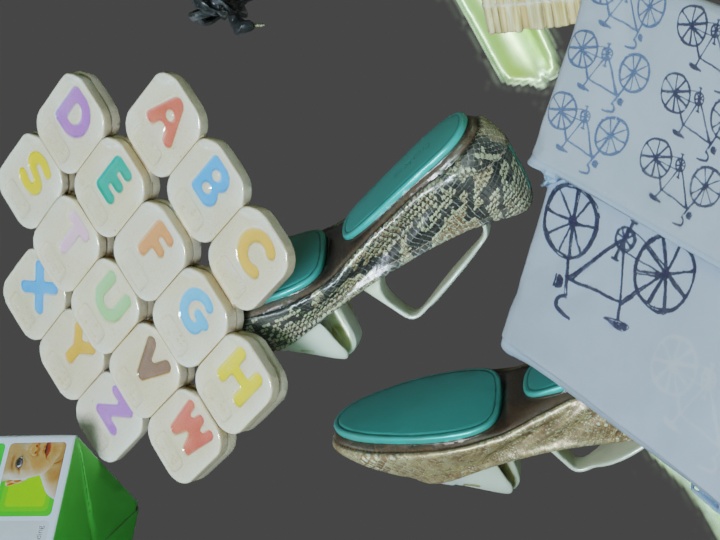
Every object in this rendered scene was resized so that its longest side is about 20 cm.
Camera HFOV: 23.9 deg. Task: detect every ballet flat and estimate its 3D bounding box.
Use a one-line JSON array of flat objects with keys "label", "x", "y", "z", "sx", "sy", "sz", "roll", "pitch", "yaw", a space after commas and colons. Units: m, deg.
[{"label": "ballet flat", "x": 0.000, "y": 0.000, "z": 0.847, "sx": 0.199, "sy": 0.068, "sz": 0.075, "roll": -32, "pitch": 112, "yaw": 21}, {"label": "ballet flat", "x": 0.083, "y": 0.079, "z": 0.845, "sx": 0.199, "sy": 0.071, "sz": 0.066, "roll": -15, "pitch": 117, "yaw": 24}]

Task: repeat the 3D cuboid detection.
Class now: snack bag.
[{"label": "snack bag", "x": 0.135, "y": -0.016, "z": 0.740, "sx": 0.188, "sy": 0.021, "sz": 0.201, "roll": 37, "pitch": 118, "yaw": 48}]

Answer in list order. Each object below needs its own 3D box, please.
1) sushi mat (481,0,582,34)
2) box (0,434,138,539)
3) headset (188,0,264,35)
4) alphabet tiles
[{"label": "sushi mat", "x": 0.086, "y": -0.212, "z": 0.776, "sx": 0.095, "sy": 0.012, "sz": 0.202, "roll": -7, "pitch": 105, "yaw": 19}, {"label": "box", "x": -0.228, "y": 0.197, "z": 0.897, "sx": 0.175, "sy": 0.201, "sz": 0.097, "roll": -1, "pitch": 148, "yaw": 17}, {"label": "headset", "x": -0.028, "y": -0.207, "z": 0.767, "sx": 0.123, "sy": 0.094, "sz": 0.201, "roll": 25, "pitch": 111, "yaw": 7}, {"label": "alphabet tiles", "x": -0.115, "y": 0.004, "z": 0.860, "sx": 0.196, "sy": 0.015, "sz": 0.201, "roll": -44, "pitch": 72, "yaw": 38}]
